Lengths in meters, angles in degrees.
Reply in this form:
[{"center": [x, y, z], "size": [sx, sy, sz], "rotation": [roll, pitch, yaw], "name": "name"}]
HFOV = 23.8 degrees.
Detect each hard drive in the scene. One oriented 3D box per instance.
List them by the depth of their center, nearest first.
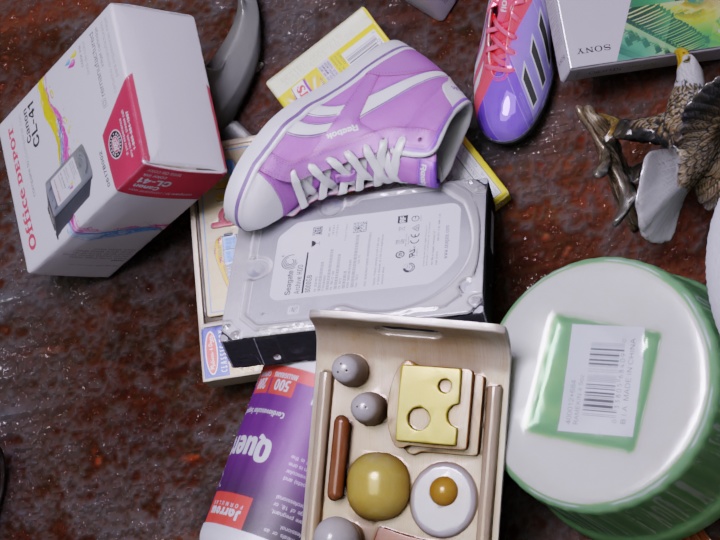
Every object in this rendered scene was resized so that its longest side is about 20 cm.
[{"center": [0.000, 0.000, 1.271], "size": [0.198, 0.038, 0.141], "rotation": [-7, 45, 14], "name": "hard drive"}]

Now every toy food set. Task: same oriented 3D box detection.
[{"center": [0.024, 0.132, 1.169], "size": [0.142, 0.060, 0.202], "rotation": [3, 84, 15], "name": "toy food set"}]

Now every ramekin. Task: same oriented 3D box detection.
[{"center": [0.181, 0.088, 1.203], "size": [0.198, 0.097, 0.202], "rotation": [-10, 70, 28], "name": "ramekin"}]

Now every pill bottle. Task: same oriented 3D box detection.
[{"center": [-0.050, 0.166, 1.271], "size": [0.111, 0.113, 0.202], "rotation": [13, 72, 24], "name": "pill bottle"}]

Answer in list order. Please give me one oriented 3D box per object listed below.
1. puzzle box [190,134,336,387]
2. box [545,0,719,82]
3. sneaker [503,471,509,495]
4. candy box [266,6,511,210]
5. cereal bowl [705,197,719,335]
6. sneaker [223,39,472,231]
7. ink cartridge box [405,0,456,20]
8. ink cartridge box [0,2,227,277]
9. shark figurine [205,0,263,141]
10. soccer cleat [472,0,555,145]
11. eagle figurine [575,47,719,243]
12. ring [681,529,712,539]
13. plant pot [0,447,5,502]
[{"center": [-0.070, -0.014, 1.376], "size": [0.132, 0.025, 0.202], "rotation": [-10, 73, 10], "name": "puzzle box"}, {"center": [0.204, -0.250, 1.285], "size": [0.143, 0.036, 0.202], "rotation": [-9, 81, -7], "name": "box"}, {"center": [0.049, 0.176, 1.264], "size": [0.088, 0.078, 0.202], "rotation": [20, 86, 23], "name": "sneaker"}, {"center": [0.021, -0.103, 1.354], "size": [0.102, 0.026, 0.201], "rotation": [-37, 73, 4], "name": "candy box"}, {"center": [0.303, 0.008, 1.153], "size": [0.083, 0.198, 0.202], "rotation": [-14, 68, 54], "name": "cereal bowl"}, {"center": [-0.003, -0.084, 1.278], "size": [0.200, 0.073, 0.114], "rotation": [-41, 59, -12], "name": "sneaker"}, {"center": [0.040, -0.304, 1.317], "size": [0.083, 0.200, 0.145], "rotation": [34, 91, 25], "name": "ink cartridge box"}, {"center": [-0.204, -0.100, 1.386], "size": [0.200, 0.085, 0.149], "rotation": [-35, 62, 42], "name": "ink cartridge box"}, {"center": [-0.122, -0.179, 1.419], "size": [0.127, 0.089, 0.217], "rotation": [18, 86, 24], "name": "shark figurine"}, {"center": [0.120, -0.200, 1.328], "size": [0.068, 0.073, 0.202], "rotation": [9, 80, 24], "name": "soccer cleat"}, {"center": [0.258, -0.111, 1.202], "size": [0.198, 0.152, 0.153], "rotation": [-18, 83, 16], "name": "eagle figurine"}, {"center": [0.293, 0.145, 1.203], "size": [0.198, 0.019, 0.203], "rotation": [-6, 74, 21], "name": "ring"}, {"center": [-0.403, 0.167, 1.414], "size": [0.198, 0.187, 0.189], "rotation": [11, 81, 9], "name": "plant pot"}]
